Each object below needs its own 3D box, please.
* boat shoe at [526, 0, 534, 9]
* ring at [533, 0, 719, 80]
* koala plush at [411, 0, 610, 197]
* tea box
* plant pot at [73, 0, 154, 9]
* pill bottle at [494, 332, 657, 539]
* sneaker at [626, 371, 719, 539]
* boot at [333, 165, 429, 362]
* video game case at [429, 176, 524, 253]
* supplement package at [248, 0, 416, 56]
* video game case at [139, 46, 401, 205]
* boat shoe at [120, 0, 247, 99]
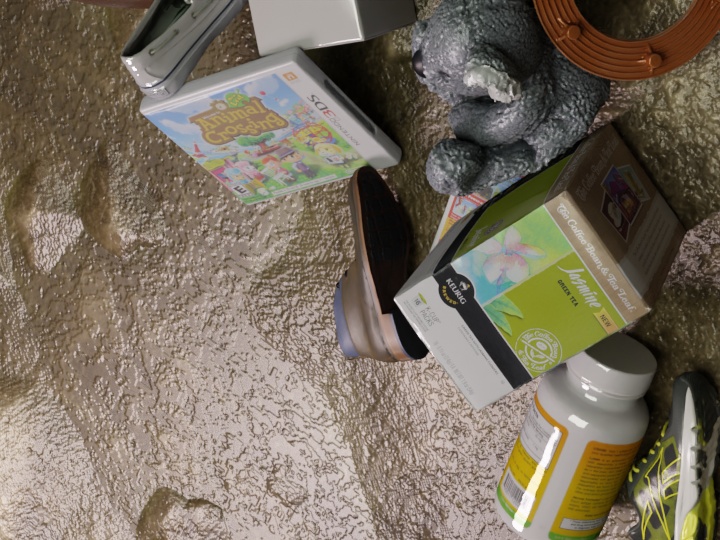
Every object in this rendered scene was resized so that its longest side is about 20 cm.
[{"bbox_3d":[0.199,-0.293,1.618,0.199,0.062,0.075,-23,94,36],"label":"boat shoe"},{"bbox_3d":[0.240,-0.262,1.545,0.019,0.199,0.202,-137,43,-67],"label":"ring"},{"bbox_3d":[0.119,-0.190,1.590,0.183,0.200,0.178,-12,64,13],"label":"koala plush"},{"bbox_3d":[0.166,-0.006,1.622,0.196,0.200,0.134,-34,97,28],"label":"tea box"},{"bbox_3d":[-0.263,-0.342,1.799,0.186,0.200,0.188,10,110,28],"label":"plant pot"},{"bbox_3d":[0.211,0.159,1.724,0.111,0.111,0.201,30,118,20],"label":"pill bottle"},{"bbox_3d":[0.292,0.190,1.706,0.084,0.074,0.201,10,110,29],"label":"sneaker"},{"bbox_3d":[0.000,0.000,1.819,0.097,0.075,0.201,-13,91,42],"label":"boot"},{"bbox_3d":[0.141,-0.018,1.766,0.143,0.017,0.201,30,119,20],"label":"video game case"},{"bbox_3d":[-0.039,-0.318,1.717,0.121,0.120,0.201,-4,103,30],"label":"supplement package"},{"bbox_3d":[-0.089,-0.139,1.794,0.199,0.022,0.182,-13,142,34],"label":"video game case"},{"bbox_3d":[-0.166,-0.264,1.773,0.073,0.201,0.067,8,152,37],"label":"boat shoe"}]
